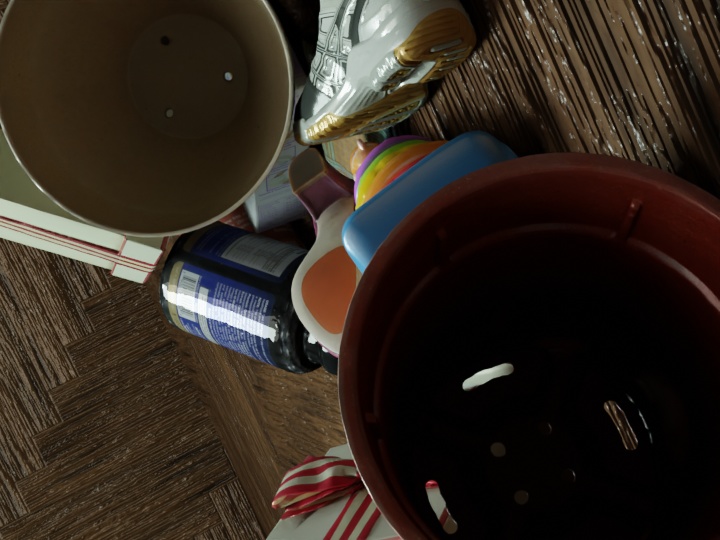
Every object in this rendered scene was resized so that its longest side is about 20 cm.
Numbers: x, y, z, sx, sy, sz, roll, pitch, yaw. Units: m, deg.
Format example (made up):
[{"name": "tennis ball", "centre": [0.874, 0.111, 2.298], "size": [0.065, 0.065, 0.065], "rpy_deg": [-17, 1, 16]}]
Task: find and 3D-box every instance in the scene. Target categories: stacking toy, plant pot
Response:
[{"name": "stacking toy", "centre": [0.034, -0.044, 0.677], "size": [0.116, 0.110, 0.200], "rpy_deg": [55, 179, -27]}, {"name": "plant pot", "centre": [0.093, 0.077, 0.524], "size": [0.201, 0.200, 0.195], "rpy_deg": [58, 170, 20]}, {"name": "plant pot", "centre": [-0.138, -0.135, 0.758], "size": [0.134, 0.200, 0.201], "rpy_deg": [-74, -39, -77]}]

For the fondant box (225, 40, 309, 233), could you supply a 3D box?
[{"name": "fondant box", "centre": [-0.096, -0.147, 0.941], "size": [0.200, 0.058, 0.144], "rpy_deg": [94, 153, -62]}]

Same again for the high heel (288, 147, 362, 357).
[{"name": "high heel", "centre": [0.000, 0.000, 0.750], "size": [0.096, 0.067, 0.200], "rpy_deg": [45, -155, -39]}]

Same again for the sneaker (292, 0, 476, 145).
[{"name": "sneaker", "centre": [0.005, -0.141, 0.662], "size": [0.200, 0.076, 0.088], "rpy_deg": [-31, 79, 62]}]

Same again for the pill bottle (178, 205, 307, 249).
[{"name": "pill bottle", "centre": [-0.140, -0.053, 1.148], "size": [0.200, 0.112, 0.112], "rpy_deg": [58, 163, 17]}]

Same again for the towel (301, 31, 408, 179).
[{"name": "towel", "centre": [0.005, -0.073, 0.838], "size": [0.147, 0.022, 0.200], "rpy_deg": [45, 155, 46]}]

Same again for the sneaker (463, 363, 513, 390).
[{"name": "sneaker", "centre": [0.071, 0.057, 0.783], "size": [0.093, 0.070, 0.200], "rpy_deg": [34, 161, -28]}]

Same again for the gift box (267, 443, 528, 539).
[{"name": "gift box", "centre": [0.040, 0.210, 0.803], "size": [0.187, 0.184, 0.200], "rpy_deg": [63, -155, -14]}]

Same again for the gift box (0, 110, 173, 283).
[{"name": "gift box", "centre": [-0.217, -0.109, 0.921], "size": [0.185, 0.186, 0.200], "rpy_deg": [162, 125, -73]}]

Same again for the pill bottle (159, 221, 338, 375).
[{"name": "pill bottle", "centre": [-0.078, 0.030, 0.985], "size": [0.200, 0.112, 0.112], "rpy_deg": [18, 140, 28]}]

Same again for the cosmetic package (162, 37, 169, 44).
[{"name": "cosmetic package", "centre": [-0.209, -0.266, 1.003], "size": [0.103, 0.087, 0.200], "rpy_deg": [27, 151, 46]}]
